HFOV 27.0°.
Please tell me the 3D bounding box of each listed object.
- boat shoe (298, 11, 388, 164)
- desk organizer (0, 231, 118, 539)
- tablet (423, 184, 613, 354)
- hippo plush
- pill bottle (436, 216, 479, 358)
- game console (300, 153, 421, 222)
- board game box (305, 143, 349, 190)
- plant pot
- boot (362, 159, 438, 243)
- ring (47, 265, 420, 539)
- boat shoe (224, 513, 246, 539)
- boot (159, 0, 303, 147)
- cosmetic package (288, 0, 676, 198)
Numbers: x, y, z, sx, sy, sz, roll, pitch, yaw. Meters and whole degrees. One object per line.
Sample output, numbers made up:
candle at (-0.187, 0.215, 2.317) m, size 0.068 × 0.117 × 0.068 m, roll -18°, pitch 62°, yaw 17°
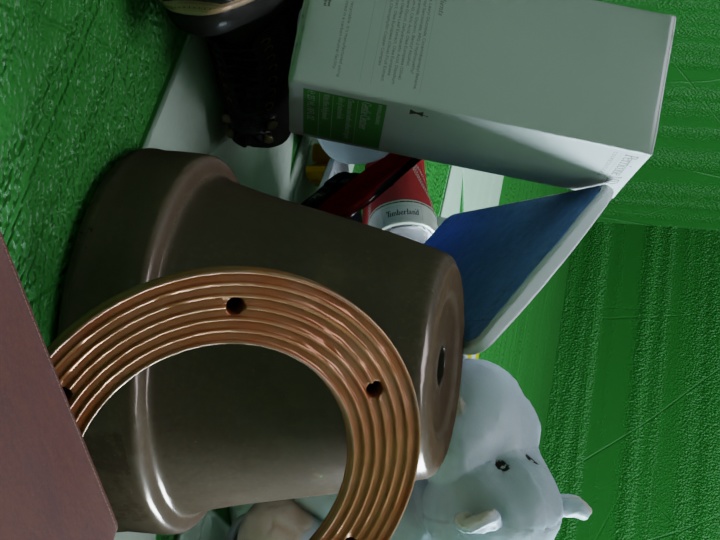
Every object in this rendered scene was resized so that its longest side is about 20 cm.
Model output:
boat shoe at (-0.023, -0.160, 1.046) m, size 0.201 × 0.070 × 0.092 m, roll 66°, pitch 17°, yaw -62°
desk organizer at (-0.148, 0.066, 0.532) m, size 0.201 × 0.071 × 0.077 m, roll 81°, pitch 16°, yaw -46°
tablet at (0.064, 0.004, 0.908) m, size 0.130 × 0.014 × 0.200 m, roll -48°, pitch -164°, yaw -19°
hippo plush at (0.028, 0.134, 0.853) m, size 0.158 × 0.160 × 0.202 m, roll -3°, pitch 76°, yaw -36°
pill bottle at (0.055, 0.050, 1.341) m, size 0.201 × 0.111 × 0.113 m, roll -73°, pitch 162°, yaw -44°
game console at (0.000, 0.000, 0.963) m, size 0.200 × 0.118 × 0.174 m, roll -42°, pitch 131°, yaw -57°
board game box at (-0.036, 0.039, 1.125) m, size 0.201 × 0.026 × 0.201 m, roll -71°, pitch 162°, yaw -47°
plant pot at (-0.040, 0.042, 0.773) m, size 0.200 × 0.173 × 0.203 m, roll 5°, pitch 90°, yaw -76°
boot at (0.029, -0.035, 1.195) m, size 0.201 × 0.072 × 0.145 m, roll 93°, pitch -6°, yaw -54°
ring at (-0.068, 0.089, 0.677) m, size 0.019 × 0.198 × 0.202 m, roll -129°, pitch -147°, yaw -58°
boat shoe at (-0.076, 0.253, 0.945) m, size 0.065 × 0.073 × 0.202 m, roll 60°, pitch 26°, yaw -60°
boot at (-0.064, -0.120, 0.852) m, size 0.200 × 0.077 × 0.140 m, roll -54°, pitch 151°, yaw -65°
cosmetic package at (0.064, -0.109, 0.841) m, size 0.108 × 0.198 × 0.086 m, roll 96°, pitch 7°, yaw -79°
